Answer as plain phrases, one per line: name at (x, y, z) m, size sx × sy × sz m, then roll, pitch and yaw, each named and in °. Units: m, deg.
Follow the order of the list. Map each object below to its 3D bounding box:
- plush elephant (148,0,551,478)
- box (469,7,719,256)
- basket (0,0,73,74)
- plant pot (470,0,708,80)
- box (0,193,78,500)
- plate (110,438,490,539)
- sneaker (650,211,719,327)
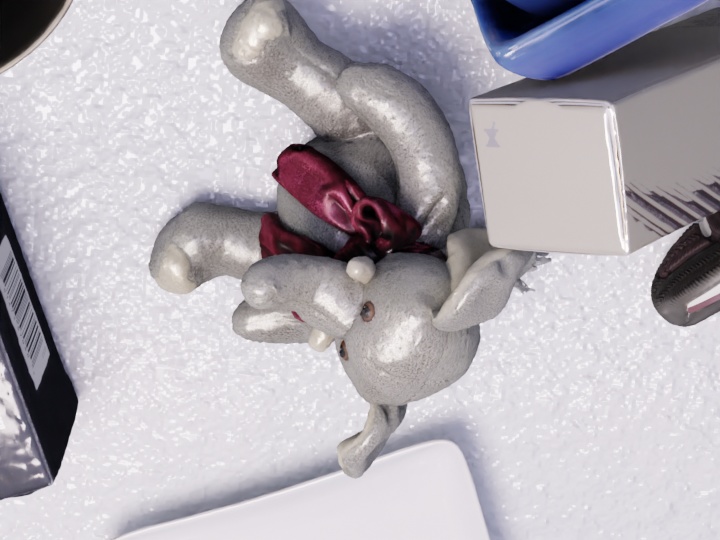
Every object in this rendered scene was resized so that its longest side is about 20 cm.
plush elephant at (0.000, 0.000, 1.056) m, size 0.199 × 0.155 × 0.165 m, roll 23°, pitch 119°, yaw -12°
box at (0.142, -0.067, 1.017) m, size 0.082 × 0.199 × 0.069 m, roll 5°, pitch 110°, yaw 43°
basket at (-0.195, -0.164, 0.982) m, size 0.178 × 0.200 × 0.137 m, roll 0°, pitch 110°, yaw 1°
plant pot at (0.097, -0.210, 0.976) m, size 0.199 × 0.200 × 0.181 m, roll -28°, pitch 114°, yaw 9°
box at (-0.256, 0.047, 1.104) m, size 0.198 × 0.104 × 0.149 m, roll -15°, pitch 109°, yaw 5°
plate at (-0.014, 0.197, 1.196) m, size 0.198 × 0.032 × 0.202 m, roll -17°, pitch 108°, yaw 6°
sneaker at (0.248, -0.008, 1.107) m, size 0.199 × 0.076 × 0.116 m, roll -36°, pitch 109°, yaw 10°
